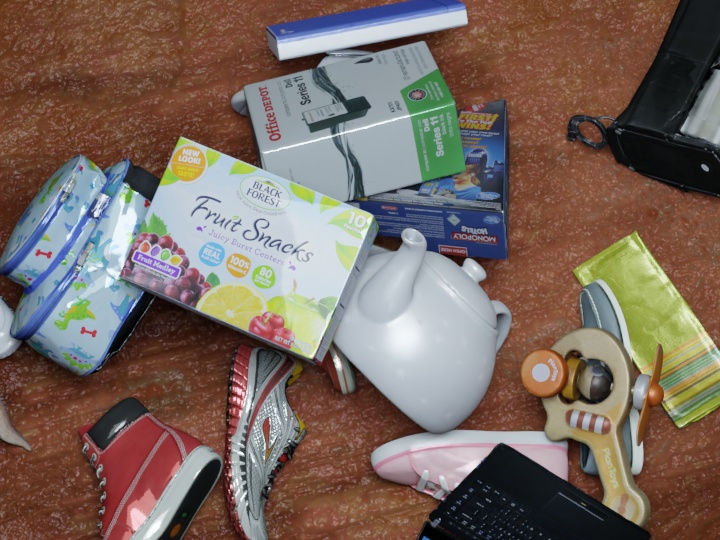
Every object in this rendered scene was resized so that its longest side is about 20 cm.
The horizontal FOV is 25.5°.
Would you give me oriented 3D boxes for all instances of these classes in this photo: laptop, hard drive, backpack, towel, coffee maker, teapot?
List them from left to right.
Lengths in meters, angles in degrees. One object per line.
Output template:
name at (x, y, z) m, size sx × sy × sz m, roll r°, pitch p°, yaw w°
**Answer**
backpack at (-0.271, -0.010, 1.562) m, size 0.146 × 0.183 × 0.201 m, roll 30°, pitch 81°, yaw -15°
hard drive at (0.004, -0.259, 1.690) m, size 0.198 × 0.132 × 0.026 m, roll -11°, pitch 105°, yaw -6°
teapot at (0.066, 0.050, 1.528) m, size 0.197 × 0.200 × 0.146 m, roll 44°, pitch 93°, yaw -12°
laptop at (0.142, 0.292, 1.496) m, size 0.176 × 0.200 × 0.104 m, roll 32°, pitch 36°, yaw -11°
towel at (0.309, 0.060, 1.650) m, size 0.086 × 0.018 × 0.201 m, roll -29°, pitch 75°, yaw -12°
coffee maker at (0.348, -0.204, 1.678) m, size 0.191 × 0.135 × 0.201 m, roll 26°, pitch 72°, yaw 7°

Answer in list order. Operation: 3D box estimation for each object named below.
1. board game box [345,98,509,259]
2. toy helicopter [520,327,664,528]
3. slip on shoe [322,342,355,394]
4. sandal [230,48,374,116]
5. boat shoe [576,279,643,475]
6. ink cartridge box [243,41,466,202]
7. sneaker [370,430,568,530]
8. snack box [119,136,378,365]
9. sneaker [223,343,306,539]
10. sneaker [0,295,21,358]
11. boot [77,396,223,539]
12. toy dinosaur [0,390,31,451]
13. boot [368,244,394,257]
board game box at (0.079, -0.103, 1.646) m, size 0.198 × 0.062 × 0.200 m, roll 7°, pitch 39°, yaw 19°
toy helicopter at (0.243, 0.151, 1.533) m, size 0.131 × 0.079 × 0.202 m, roll -19°, pitch 77°, yaw 20°
slip on shoe at (-0.070, 0.050, 1.614) m, size 0.061 × 0.074 × 0.201 m, roll -36°, pitch 71°, yaw -6°
sandal at (-0.038, -0.208, 1.694) m, size 0.204 × 0.079 × 0.060 m, roll -6°, pitch 74°, yaw -2°
boat shoe at (0.238, 0.108, 1.604) m, size 0.061 × 0.073 × 0.202 m, roll -6°, pitch 77°, yaw -8°
ink cartridge box at (-0.010, -0.142, 1.593) m, size 0.198 × 0.084 × 0.147 m, roll -15°, pitch 35°, yaw -3°
sneaker at (0.111, 0.216, 1.561) m, size 0.198 × 0.075 × 0.106 m, roll 0°, pitch 66°, yaw -7°
snack box at (-0.100, -0.018, 1.451) m, size 0.198 × 0.053 × 0.143 m, roll 22°, pitch 82°, yaw 12°
sneaker at (-0.093, 0.172, 1.568) m, size 0.081 × 0.078 × 0.202 m, roll 5°, pitch 74°, yaw -6°
sneaker at (-0.427, 0.011, 1.588) m, size 0.199 × 0.115 × 0.075 m, roll 36°, pitch 74°, yaw 9°
boot at (-0.243, 0.230, 1.556) m, size 0.143 × 0.072 × 0.201 m, roll 29°, pitch 80°, yaw 22°
toy dinosaur at (-0.417, 0.117, 1.575) m, size 0.198 × 0.086 × 0.137 m, roll 12°, pitch 65°, yaw -4°
boot at (0.000, 0.000, 1.635) m, size 0.199 × 0.075 × 0.074 m, roll 31°, pitch 93°, yaw -12°
